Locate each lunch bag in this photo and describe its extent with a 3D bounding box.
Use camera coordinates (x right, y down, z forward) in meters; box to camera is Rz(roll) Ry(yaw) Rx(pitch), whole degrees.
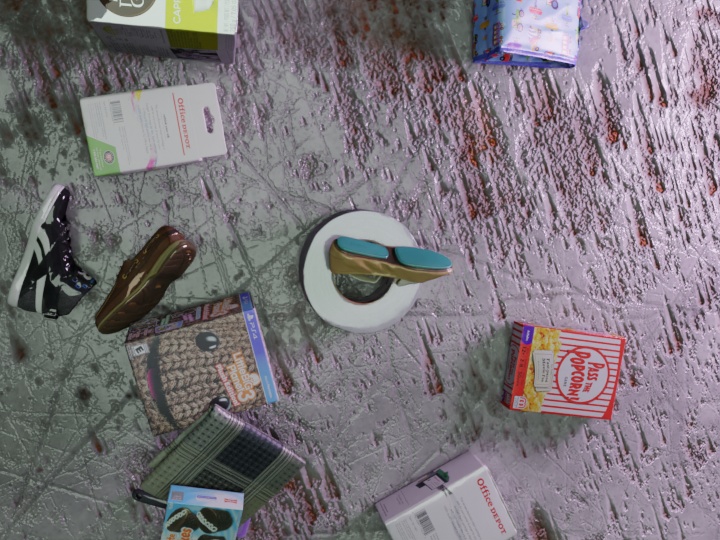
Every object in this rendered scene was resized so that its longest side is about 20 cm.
[{"bbox_3d":[0.294,-0.420,1.208,0.199,0.094,0.152,0,94,-20],"label":"lunch bag"}]

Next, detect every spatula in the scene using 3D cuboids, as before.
[{"bbox_3d":[-0.280,0.394,1.212,0.199,0.021,0.057,18,95,-11],"label":"spatula"}]

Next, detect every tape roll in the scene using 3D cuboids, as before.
[{"bbox_3d":[0.000,0.000,1.201,0.199,0.066,0.202,-1,96,-11],"label":"tape roll"}]

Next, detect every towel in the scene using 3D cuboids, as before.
[{"bbox_3d":[-0.217,0.315,1.151,0.192,0.035,0.200,38,107,-26],"label":"towel"}]

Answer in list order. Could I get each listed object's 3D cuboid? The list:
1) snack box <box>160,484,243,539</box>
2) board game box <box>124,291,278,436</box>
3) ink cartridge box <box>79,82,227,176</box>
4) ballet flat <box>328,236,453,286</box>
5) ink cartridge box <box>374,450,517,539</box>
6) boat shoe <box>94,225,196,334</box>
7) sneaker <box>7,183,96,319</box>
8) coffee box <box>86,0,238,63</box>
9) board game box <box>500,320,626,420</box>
[{"bbox_3d":[-0.260,0.428,1.169,0.115,0.037,0.201,10,122,-11],"label":"snack box"},{"bbox_3d":[-0.246,0.144,1.143,0.199,0.097,0.160,-16,107,-9],"label":"board game box"},{"bbox_3d":[-0.311,-0.216,1.116,0.199,0.067,0.118,-10,97,-9],"label":"ink cartridge box"},{"bbox_3d":[0.045,-0.008,1.153,0.199,0.069,0.063,11,122,-9],"label":"ballet flat"},{"bbox_3d":[0.148,0.430,1.265,0.199,0.084,0.147,-27,101,-7],"label":"ink cartridge box"},{"bbox_3d":[-0.344,0.015,1.142,0.200,0.072,0.068,-47,69,5],"label":"boat shoe"},{"bbox_3d":[-0.449,-0.023,1.115,0.111,0.073,0.201,21,100,-15],"label":"sneaker"},{"bbox_3d":[-0.271,-0.421,1.034,0.196,0.200,0.201,2,95,-11],"label":"coffee box"},{"bbox_3d":[0.360,0.178,1.298,0.199,0.046,0.153,7,95,-12],"label":"board game box"}]
